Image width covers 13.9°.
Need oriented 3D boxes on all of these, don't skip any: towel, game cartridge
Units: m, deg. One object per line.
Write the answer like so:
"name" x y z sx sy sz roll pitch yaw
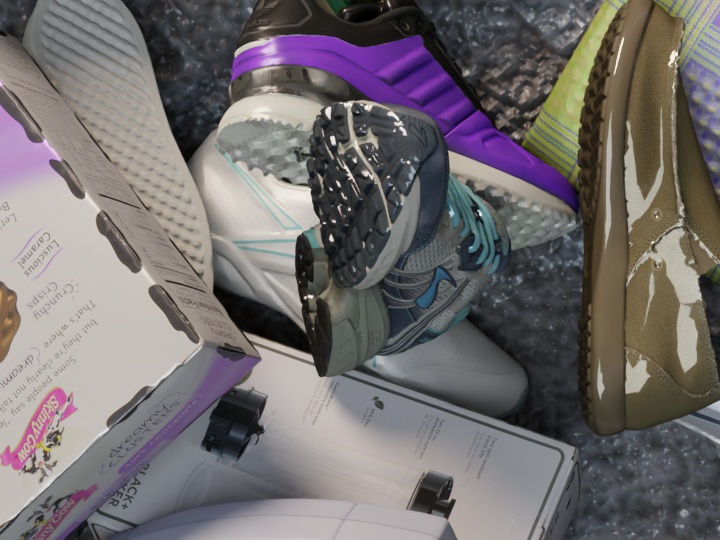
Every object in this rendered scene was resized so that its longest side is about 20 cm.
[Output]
"towel" 0.191 -0.060 1.375 0.200 0.023 0.144 31 108 1
"game cartridge" -0.035 0.163 1.301 0.200 0.041 0.133 -9 114 31

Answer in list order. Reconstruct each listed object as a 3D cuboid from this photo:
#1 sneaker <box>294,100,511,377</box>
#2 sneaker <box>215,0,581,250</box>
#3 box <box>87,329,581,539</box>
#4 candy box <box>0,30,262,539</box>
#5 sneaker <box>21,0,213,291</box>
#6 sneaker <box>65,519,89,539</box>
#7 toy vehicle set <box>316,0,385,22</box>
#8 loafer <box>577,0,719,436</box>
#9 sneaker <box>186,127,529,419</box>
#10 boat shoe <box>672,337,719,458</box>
"sneaker" 0.023 -0.023 1.285 0.086 0.200 0.078 -11 70 -13
"sneaker" 0.026 -0.077 1.350 0.200 0.100 0.070 22 151 -36
"box" -0.011 0.109 1.356 0.200 0.060 0.117 18 66 14
"candy box" -0.170 0.017 1.303 0.168 0.072 0.200 -42 72 11
"sneaker" -0.116 -0.030 1.384 0.074 0.082 0.200 -6 76 -15
"sneaker" -0.171 0.054 1.386 0.079 0.200 0.075 17 143 -35
"toy vehicle set" -0.013 -0.221 1.361 0.124 0.027 0.200 -33 98 16
"loafer" 0.135 -0.024 1.337 0.067 0.076 0.200 3 91 -4
"sneaker" 0.000 0.000 1.398 0.200 0.070 0.080 33 105 0
"boat shoe" 0.202 0.088 1.386 0.200 0.074 0.067 20 107 3
